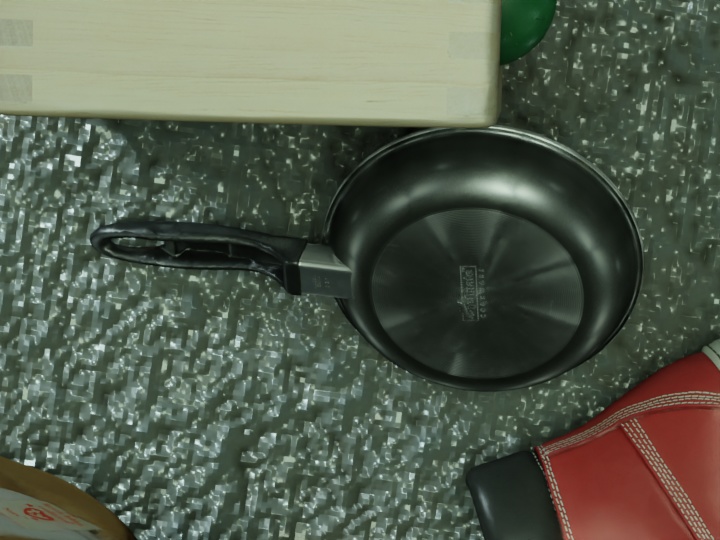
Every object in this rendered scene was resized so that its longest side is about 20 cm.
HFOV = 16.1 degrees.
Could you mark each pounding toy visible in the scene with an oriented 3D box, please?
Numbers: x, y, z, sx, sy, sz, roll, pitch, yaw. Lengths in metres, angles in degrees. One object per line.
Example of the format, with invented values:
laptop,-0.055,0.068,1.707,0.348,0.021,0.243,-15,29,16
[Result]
pounding toy,-0.008,-0.121,0.843,0.199,0.184,0.143,1,95,3

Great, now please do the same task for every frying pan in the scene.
frying pan,0.007,-0.012,0.886,0.189,0.031,0.115,19,127,-7

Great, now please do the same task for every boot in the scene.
boot,0.122,0.141,0.909,0.144,0.072,0.201,-27,86,-2

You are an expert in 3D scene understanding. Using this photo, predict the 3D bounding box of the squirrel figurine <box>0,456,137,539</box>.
squirrel figurine,-0.119,0.175,0.863,0.199,0.142,0.188,17,98,-2
